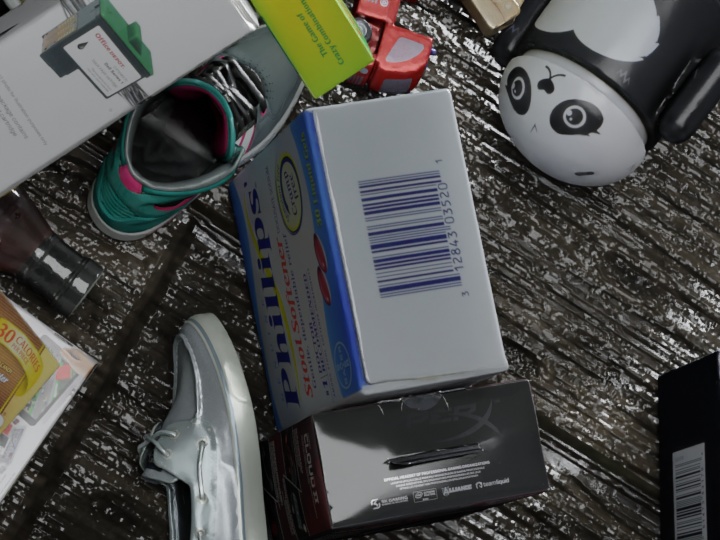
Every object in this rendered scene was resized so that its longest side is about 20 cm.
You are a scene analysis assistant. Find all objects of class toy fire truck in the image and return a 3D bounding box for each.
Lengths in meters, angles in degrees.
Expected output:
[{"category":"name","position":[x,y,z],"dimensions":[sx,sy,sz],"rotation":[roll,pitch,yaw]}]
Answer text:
[{"category":"toy fire truck","position":[0.069,-0.212,1.511],"dimensions":[0.140,0.049,0.201],"rotation":[16,74,-6]}]

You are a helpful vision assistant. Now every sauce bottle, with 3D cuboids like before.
[{"category":"sauce bottle","position":[-0.258,-0.046,1.378],"dimensions":[0.200,0.066,0.066],"rotation":[38,71,-8]}]

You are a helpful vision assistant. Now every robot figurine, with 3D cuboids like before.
[{"category":"robot figurine","position":[0.183,-0.156,1.495],"dimensions":[0.125,0.150,0.200],"rotation":[40,78,-15]}]

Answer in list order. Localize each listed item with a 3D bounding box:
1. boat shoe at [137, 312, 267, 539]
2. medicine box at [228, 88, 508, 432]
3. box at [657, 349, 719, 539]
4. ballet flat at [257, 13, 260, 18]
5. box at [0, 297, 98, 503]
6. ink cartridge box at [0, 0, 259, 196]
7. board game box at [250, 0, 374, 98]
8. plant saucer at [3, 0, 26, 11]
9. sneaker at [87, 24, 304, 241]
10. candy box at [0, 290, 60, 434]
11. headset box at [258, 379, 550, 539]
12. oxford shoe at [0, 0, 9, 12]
[{"category":"boat shoe","position":[-0.108,0.130,1.381],"dimensions":[0.071,0.070,0.202],"rotation":[-6,83,-23]},{"category":"medicine box","position":[0.000,0.000,1.372],"dimensions":[0.102,0.200,0.183],"rotation":[-9,81,-20]},{"category":"box","position":[0.321,0.167,1.477],"dimensions":[0.199,0.117,0.198],"rotation":[5,77,-15]},{"category":"ballet flat","position":[-0.126,-0.260,1.459],"dimensions":[0.062,0.067,0.200],"rotation":[-37,99,18]},{"category":"box","position":[-0.270,0.111,1.355],"dimensions":[0.110,0.035,0.201],"rotation":[36,71,-7]},{"category":"ink cartridge box","position":[-0.170,-0.142,1.321],"dimensions":[0.199,0.146,0.085],"rotation":[-33,106,4]},{"category":"board game box","position":[-0.067,-0.215,1.339],"dimensions":[0.047,0.102,0.201],"rotation":[-32,109,5]},{"category":"plant saucer","position":[-0.155,-0.237,1.398],"dimensions":[0.199,0.050,0.202],"rotation":[-3,107,-9]},{"category":"sneaker","position":[-0.098,-0.109,1.408],"dimensions":[0.084,0.121,0.200],"rotation":[44,70,-3]},{"category":"candy box","position":[-0.288,0.089,1.277],"dimensions":[0.200,0.055,0.116],"rotation":[-50,136,-19]},{"category":"headset box","position":[0.022,0.127,1.352],"dimensions":[0.148,0.200,0.076],"rotation":[-8,80,-19]},{"category":"oxford shoe","position":[-0.308,-0.255,1.403],"dimensions":[0.084,0.073,0.201],"rotation":[-25,86,-18]}]
